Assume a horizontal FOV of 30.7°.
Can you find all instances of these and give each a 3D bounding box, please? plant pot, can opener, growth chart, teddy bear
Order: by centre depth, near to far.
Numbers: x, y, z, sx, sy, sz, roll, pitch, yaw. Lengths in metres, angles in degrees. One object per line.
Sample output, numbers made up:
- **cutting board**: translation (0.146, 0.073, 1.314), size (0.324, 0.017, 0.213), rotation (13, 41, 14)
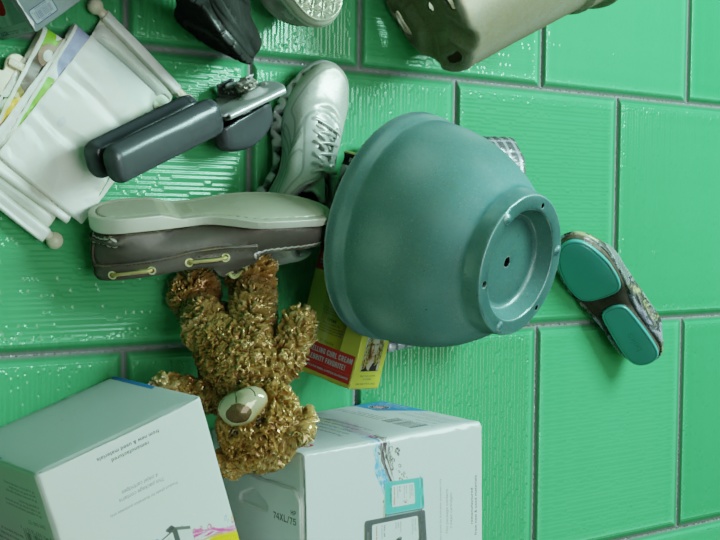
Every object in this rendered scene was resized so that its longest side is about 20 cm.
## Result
- **growth chart**: translation (-0.234, -0.121, 1.050), size (0.145, 0.018, 0.201), rotation (51, 63, -28)
- **teddy bear**: translation (-0.101, 0.066, 1.068), size (0.067, 0.143, 0.202), rotation (90, 3, -57)
- **can opener**: translation (-0.137, -0.114, 1.088), size (0.199, 0.052, 0.067), rotation (-29, 120, -41)
- **plant pot**: translation (0.084, -0.021, 1.104), size (0.199, 0.133, 0.203), rotation (-25, 123, -44)
- **plant pot**: translation (0.125, -0.291, 1.234), size (0.183, 0.200, 0.202), rotation (-37, 114, -19)

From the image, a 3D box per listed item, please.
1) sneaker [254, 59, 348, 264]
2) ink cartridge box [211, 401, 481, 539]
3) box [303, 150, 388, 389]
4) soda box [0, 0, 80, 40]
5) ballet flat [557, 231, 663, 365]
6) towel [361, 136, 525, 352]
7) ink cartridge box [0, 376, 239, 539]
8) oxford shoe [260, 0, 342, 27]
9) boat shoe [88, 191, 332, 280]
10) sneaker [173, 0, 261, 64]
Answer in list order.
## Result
- **sneaker**: translation (-0.046, -0.093, 1.163), size (0.075, 0.081, 0.202), rotation (27, 74, -34)
- **ink cartridge box**: translation (-0.013, 0.207, 1.161), size (0.198, 0.146, 0.148), rotation (-4, 95, -37)
- **box**: translation (0.000, 0.000, 1.179), size (0.050, 0.075, 0.202), rotation (4, 103, -55)
- **soda box**: translation (-0.211, -0.262, 1.028), size (0.200, 0.068, 0.064), rotation (-45, 117, -28)
- **ballet flat**: translation (0.272, 0.018, 1.440), size (0.072, 0.072, 0.201), rotation (-52, 121, -24)
- **towel**: translation (0.084, -0.028, 1.266), size (0.164, 0.085, 0.203), rotation (-7, 97, -37)
- **ink cartridge box**: translation (-0.191, 0.209, 1.018), size (0.144, 0.146, 0.202), rotation (-24, 107, -35)
- **oxford shoe**: translation (-0.088, -0.295, 1.138), size (0.075, 0.058, 0.201), rotation (-36, 99, -24)
- **boat shoe**: translation (-0.121, -0.026, 1.074), size (0.198, 0.072, 0.060), rotation (-3, 111, -15)
- **sneaker**: translation (-0.114, -0.237, 1.056), size (0.091, 0.076, 0.200), rotation (-57, 160, -8)
